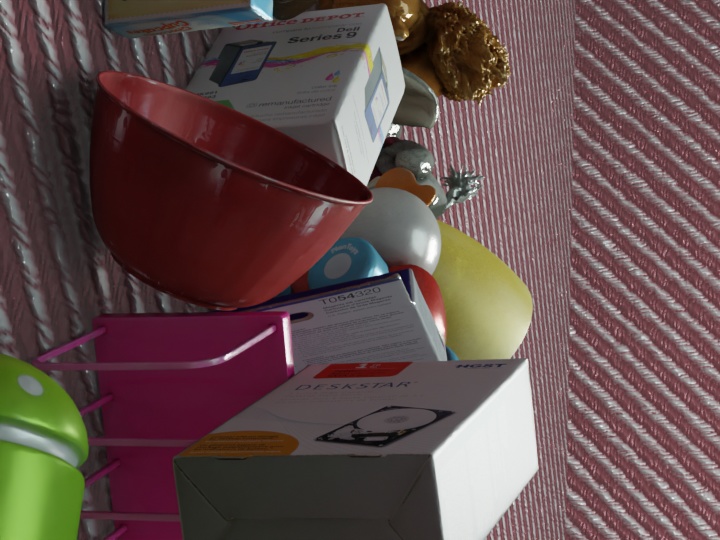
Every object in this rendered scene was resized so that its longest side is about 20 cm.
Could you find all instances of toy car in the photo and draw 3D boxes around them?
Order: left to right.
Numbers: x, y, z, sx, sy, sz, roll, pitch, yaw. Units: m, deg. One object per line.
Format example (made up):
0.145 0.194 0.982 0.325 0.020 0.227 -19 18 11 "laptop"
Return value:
0.000 0.000 1.346 0.184 0.176 0.201 51 41 -41 "toy car"

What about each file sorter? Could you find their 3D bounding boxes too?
-0.122 0.137 1.010 0.125 0.138 0.201 -30 117 -69 "file sorter"

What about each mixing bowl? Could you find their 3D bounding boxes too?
-0.103 -0.043 1.061 0.109 0.199 0.200 -64 169 12 "mixing bowl"

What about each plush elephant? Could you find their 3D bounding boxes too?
0.008 -0.104 1.515 0.200 0.155 0.165 -29 166 -37 "plush elephant"

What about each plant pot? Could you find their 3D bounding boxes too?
0.054 0.024 1.612 0.142 0.199 0.201 53 32 -29 "plant pot"

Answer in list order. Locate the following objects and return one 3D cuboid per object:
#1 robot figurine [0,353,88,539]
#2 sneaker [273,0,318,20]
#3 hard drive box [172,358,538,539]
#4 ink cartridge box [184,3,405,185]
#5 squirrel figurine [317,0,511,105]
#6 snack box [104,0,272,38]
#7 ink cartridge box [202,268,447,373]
-0.197 0.129 0.774 0.176 0.115 0.201 54 37 -60 "robot figurine"
-0.064 -0.270 1.205 0.085 0.073 0.200 58 -11 21 "sneaker"
0.005 0.115 0.936 0.200 0.155 0.077 -30 115 -67 "hard drive box"
-0.057 -0.126 1.253 0.200 0.144 0.088 -68 150 -54 "ink cartridge box"
0.053 -0.234 1.547 0.187 0.199 0.142 91 10 -70 "squirrel figurine"
-0.118 -0.267 1.101 0.037 0.116 0.201 18 71 -66 "snack box"
-0.046 0.052 1.171 0.200 0.195 0.044 65 15 -60 "ink cartridge box"
